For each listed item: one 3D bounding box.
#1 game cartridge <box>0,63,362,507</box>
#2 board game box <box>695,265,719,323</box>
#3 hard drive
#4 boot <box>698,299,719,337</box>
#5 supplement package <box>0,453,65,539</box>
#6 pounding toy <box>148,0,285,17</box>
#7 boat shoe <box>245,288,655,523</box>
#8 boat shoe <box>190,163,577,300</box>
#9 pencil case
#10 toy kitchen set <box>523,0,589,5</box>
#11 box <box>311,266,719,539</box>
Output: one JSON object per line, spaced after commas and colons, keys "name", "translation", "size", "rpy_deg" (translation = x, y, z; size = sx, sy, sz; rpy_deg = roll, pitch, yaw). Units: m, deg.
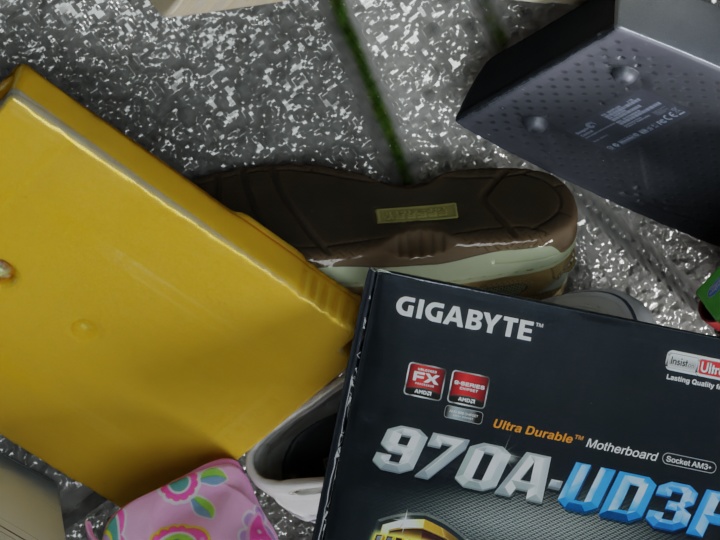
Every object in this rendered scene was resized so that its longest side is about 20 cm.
{"name": "game cartridge", "translation": [-0.121, 0.017, 1.202], "size": [0.200, 0.033, 0.176], "rpy_deg": [34, 128, -21]}
{"name": "board game box", "translation": [0.265, 0.017, 1.201], "size": [0.200, 0.029, 0.135], "rpy_deg": [34, 104, -29]}
{"name": "hard drive", "translation": [0.158, -0.065, 1.207], "size": [0.199, 0.135, 0.043], "rpy_deg": [22, 62, -26]}
{"name": "boot", "translation": [0.203, 0.063, 1.270], "size": [0.144, 0.073, 0.201], "rpy_deg": [11, 122, -23]}
{"name": "supplement package", "translation": [-0.235, 0.178, 1.187], "size": [0.147, 0.200, 0.192], "rpy_deg": [30, 103, -19]}
{"name": "pounding toy", "translation": [-0.050, -0.243, 1.086], "size": [0.200, 0.142, 0.184], "rpy_deg": [50, 120, 15]}
{"name": "boat shoe", "translation": [0.038, 0.059, 1.224], "size": [0.199, 0.072, 0.066], "rpy_deg": [-21, 157, 21]}
{"name": "boat shoe", "translation": [0.000, 0.000, 1.236], "size": [0.199, 0.072, 0.076], "rpy_deg": [2, 134, 1]}
{"name": "pencil case", "translation": [-0.050, 0.183, 1.199], "size": [0.087, 0.200, 0.088], "rpy_deg": [-25, 154, -13]}
{"name": "toy kitchen set", "translation": [0.060, -0.210, 1.179], "size": [0.163, 0.180, 0.201], "rpy_deg": [-21, 78, 37]}
{"name": "box", "translation": [0.086, 0.096, 1.155], "size": [0.199, 0.046, 0.160], "rpy_deg": [12, 88, 10]}
